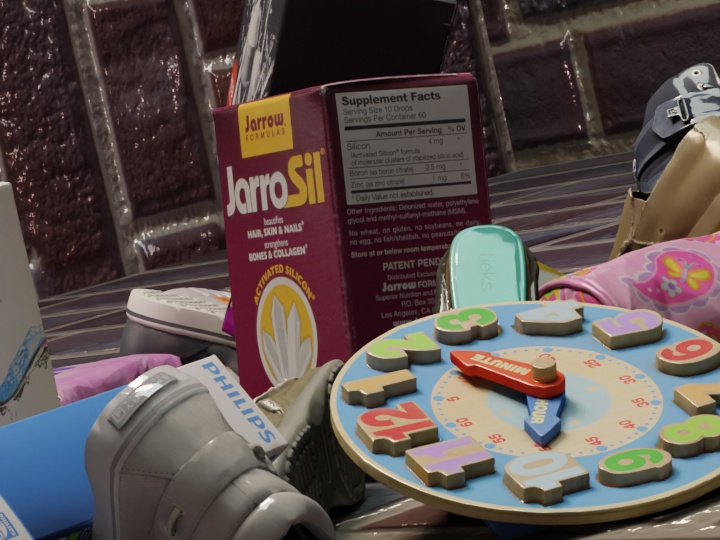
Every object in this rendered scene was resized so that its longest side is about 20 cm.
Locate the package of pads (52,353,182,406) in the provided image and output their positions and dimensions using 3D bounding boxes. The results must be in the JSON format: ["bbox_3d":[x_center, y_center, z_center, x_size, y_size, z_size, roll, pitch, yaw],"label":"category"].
[{"bbox_3d":[-0.207,0.103,1.799,0.199,0.076,0.120,-10,4,36],"label":"package of pads"}]

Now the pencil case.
[{"bbox_3d":[0.179,0.025,1.624,0.199,0.088,0.087,-16,6,-39],"label":"pencil case"}]

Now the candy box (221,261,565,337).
[{"bbox_3d":[0.028,0.021,1.860,0.136,0.061,0.200,27,22,26],"label":"candy box"}]

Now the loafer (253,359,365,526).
[{"bbox_3d":[-0.044,0.091,1.470,0.069,0.076,0.200,-7,5,12],"label":"loafer"}]

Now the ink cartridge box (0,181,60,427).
[{"bbox_3d":[-0.241,0.071,1.456,0.146,0.201,0.145,-10,5,23],"label":"ink cartridge box"}]

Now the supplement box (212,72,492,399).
[{"bbox_3d":[0.000,0.000,1.645,0.103,0.201,0.131,-5,-1,-31],"label":"supplement box"}]

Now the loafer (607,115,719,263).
[{"bbox_3d":[0.181,-0.014,1.745,0.076,0.068,0.200,-4,-36,-43],"label":"loafer"}]

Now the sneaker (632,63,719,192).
[{"bbox_3d":[0.257,-0.081,1.822,0.201,0.077,0.147,-21,35,18],"label":"sneaker"}]

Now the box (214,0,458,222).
[{"bbox_3d":[-0.020,-0.111,1.824,0.103,0.183,0.200,9,18,-10],"label":"box"}]

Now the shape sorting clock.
[{"bbox_3d":[0.085,0.059,1.363,0.199,0.039,0.200,-4,28,2],"label":"shape sorting clock"}]

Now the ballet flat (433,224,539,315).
[{"bbox_3d":[0.063,0.062,1.466,0.068,0.069,0.201,4,40,7],"label":"ballet flat"}]

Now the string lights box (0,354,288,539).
[{"bbox_3d":[-0.130,0.110,1.289,0.200,0.059,0.103,-18,-29,-54],"label":"string lights box"}]

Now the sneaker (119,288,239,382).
[{"bbox_3d":[-0.057,0.069,1.887,0.199,0.080,0.078,12,5,-13],"label":"sneaker"}]

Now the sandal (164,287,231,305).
[{"bbox_3d":[-0.056,0.056,2.181,0.206,0.060,0.079,9,9,-31],"label":"sandal"}]

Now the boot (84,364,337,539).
[{"bbox_3d":[-0.056,0.118,1.216,0.074,0.096,0.200,-43,-20,-14],"label":"boot"}]
